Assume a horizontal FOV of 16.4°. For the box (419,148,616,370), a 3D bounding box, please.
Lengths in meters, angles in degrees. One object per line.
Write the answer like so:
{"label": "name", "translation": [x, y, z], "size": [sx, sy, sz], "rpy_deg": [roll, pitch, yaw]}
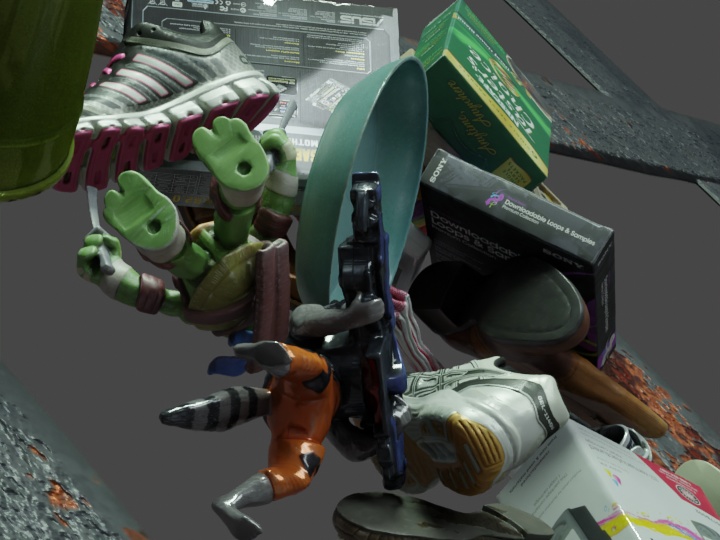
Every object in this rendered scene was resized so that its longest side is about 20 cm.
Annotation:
{"label": "box", "translation": [0.116, -0.003, 1.816], "size": [0.142, 0.036, 0.200], "rpy_deg": [26, -22, 17]}

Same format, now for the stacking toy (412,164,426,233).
{"label": "stacking toy", "translation": [0.033, -0.073, 1.905], "size": [0.116, 0.109, 0.200], "rpy_deg": [55, 3, -4]}

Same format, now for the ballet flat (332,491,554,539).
{"label": "ballet flat", "translation": [0.051, 0.171, 1.551], "size": [0.067, 0.047, 0.199], "rpy_deg": [33, 14, 35]}

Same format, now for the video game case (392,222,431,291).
{"label": "video game case", "translation": [-0.032, -0.065, 1.887], "size": [0.200, 0.023, 0.182], "rpy_deg": [40, -8, 3]}

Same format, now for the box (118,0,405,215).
{"label": "box", "translation": [-0.069, -0.119, 1.765], "size": [0.198, 0.048, 0.159], "rpy_deg": [4, 59, -10]}

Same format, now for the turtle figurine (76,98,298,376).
{"label": "turtle figurine", "translation": [-0.111, -0.043, 1.551], "size": [0.143, 0.202, 0.194], "rpy_deg": [-1, -18, 1]}

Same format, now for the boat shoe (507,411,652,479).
{"label": "boat shoe", "translation": [0.176, 0.142, 1.831], "size": [0.199, 0.069, 0.072], "rpy_deg": [32, 18, -23]}

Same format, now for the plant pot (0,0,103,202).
{"label": "plant pot", "translation": [-0.234, -0.178, 1.503], "size": [0.199, 0.194, 0.201], "rpy_deg": [20, 31, -13]}

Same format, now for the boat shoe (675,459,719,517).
{"label": "boat shoe", "translation": [0.309, 0.225, 1.884], "size": [0.062, 0.071, 0.200], "rpy_deg": [-5, 50, -50]}

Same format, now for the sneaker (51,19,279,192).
{"label": "sneaker", "translation": [-0.157, -0.117, 1.674], "size": [0.199, 0.074, 0.088], "rpy_deg": [-18, 65, -26]}

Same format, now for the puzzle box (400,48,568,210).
{"label": "puzzle box", "translation": [0.100, -0.069, 1.889], "size": [0.200, 0.025, 0.133], "rpy_deg": [43, 18, -28]}

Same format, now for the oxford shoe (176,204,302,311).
{"label": "oxford shoe", "translation": [-0.085, -0.048, 1.778], "size": [0.200, 0.071, 0.071], "rpy_deg": [49, 18, 24]}

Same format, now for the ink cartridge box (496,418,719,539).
{"label": "ink cartridge box", "translation": [0.196, 0.208, 1.678], "size": [0.147, 0.086, 0.200], "rpy_deg": [29, 18, -32]}

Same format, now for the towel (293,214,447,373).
{"label": "towel", "translation": [0.000, 0.000, 1.818], "size": [0.200, 0.030, 0.146], "rpy_deg": [52, -1, 36]}

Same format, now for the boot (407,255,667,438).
{"label": "boot", "translation": [0.150, 0.073, 1.801], "size": [0.200, 0.069, 0.188], "rpy_deg": [40, -24, -29]}

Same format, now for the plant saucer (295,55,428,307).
{"label": "plant saucer", "translation": [-0.003, -0.046, 1.633], "size": [0.036, 0.202, 0.200], "rpy_deg": [14, 12, 13]}

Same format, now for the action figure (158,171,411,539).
{"label": "action figure", "translation": [-0.033, 0.045, 1.472], "size": [0.104, 0.202, 0.193], "rpy_deg": [2, 15, 21]}

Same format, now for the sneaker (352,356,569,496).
{"label": "sneaker", "translation": [0.062, 0.094, 1.580], "size": [0.200, 0.087, 0.076], "rpy_deg": [11, -53, 62]}

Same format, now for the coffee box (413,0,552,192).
{"label": "coffee box", "translation": [0.092, -0.127, 1.865], "size": [0.123, 0.044, 0.200], "rpy_deg": [50, 16, -9]}
